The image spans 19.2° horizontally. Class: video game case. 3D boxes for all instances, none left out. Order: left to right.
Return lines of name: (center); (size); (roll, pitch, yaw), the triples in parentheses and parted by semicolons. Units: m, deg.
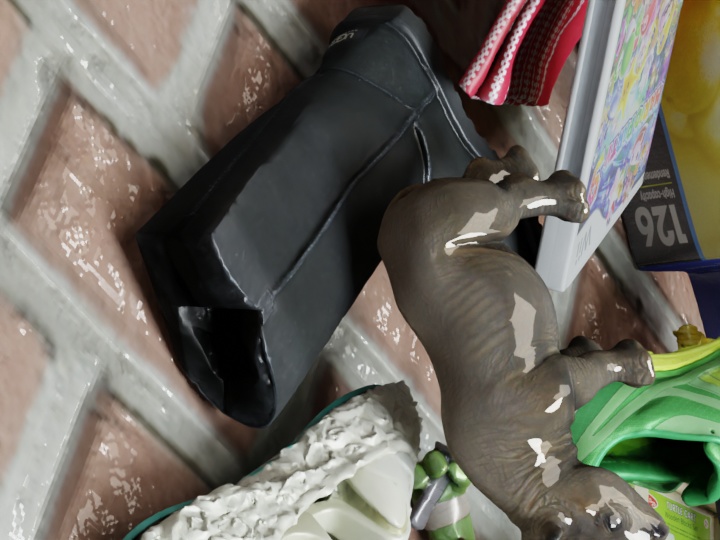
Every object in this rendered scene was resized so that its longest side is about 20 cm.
video game case: (0.124, -0.107, 0.972); (0.143, 0.018, 0.201); (-47, 151, -58)

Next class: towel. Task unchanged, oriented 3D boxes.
towel: (0.102, -0.140, 1.010); (0.145, 0.022, 0.200); (-60, 173, 9)

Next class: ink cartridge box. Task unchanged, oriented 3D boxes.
ink cartridge box: (0.197, -0.054, 1.114); (0.047, 0.197, 0.201); (-15, 93, -25)

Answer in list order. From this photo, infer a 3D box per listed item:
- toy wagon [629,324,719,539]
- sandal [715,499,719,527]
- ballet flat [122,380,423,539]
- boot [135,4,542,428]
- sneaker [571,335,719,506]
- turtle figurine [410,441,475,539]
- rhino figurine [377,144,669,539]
toy wagon: (0.171, 0.129, 1.146); (0.155, 0.039, 0.201); (30, 56, -49)
sandal: (0.229, 0.175, 1.111); (0.043, 0.076, 0.202); (-8, 87, -58)
ballet flat: (-0.021, 0.106, 0.840); (0.200, 0.071, 0.072); (-28, 103, -51)
boot: (-0.001, -0.001, 0.909); (0.165, 0.065, 0.200); (57, 36, -18)
sneaker: (0.177, 0.077, 1.059); (0.074, 0.199, 0.084); (95, -21, -51)
turtle figurine: (0.068, 0.124, 0.909); (0.144, 0.200, 0.194); (45, 37, 13)
rhino figurine: (0.069, 0.046, 0.862); (0.087, 0.060, 0.201); (-15, 78, -24)
